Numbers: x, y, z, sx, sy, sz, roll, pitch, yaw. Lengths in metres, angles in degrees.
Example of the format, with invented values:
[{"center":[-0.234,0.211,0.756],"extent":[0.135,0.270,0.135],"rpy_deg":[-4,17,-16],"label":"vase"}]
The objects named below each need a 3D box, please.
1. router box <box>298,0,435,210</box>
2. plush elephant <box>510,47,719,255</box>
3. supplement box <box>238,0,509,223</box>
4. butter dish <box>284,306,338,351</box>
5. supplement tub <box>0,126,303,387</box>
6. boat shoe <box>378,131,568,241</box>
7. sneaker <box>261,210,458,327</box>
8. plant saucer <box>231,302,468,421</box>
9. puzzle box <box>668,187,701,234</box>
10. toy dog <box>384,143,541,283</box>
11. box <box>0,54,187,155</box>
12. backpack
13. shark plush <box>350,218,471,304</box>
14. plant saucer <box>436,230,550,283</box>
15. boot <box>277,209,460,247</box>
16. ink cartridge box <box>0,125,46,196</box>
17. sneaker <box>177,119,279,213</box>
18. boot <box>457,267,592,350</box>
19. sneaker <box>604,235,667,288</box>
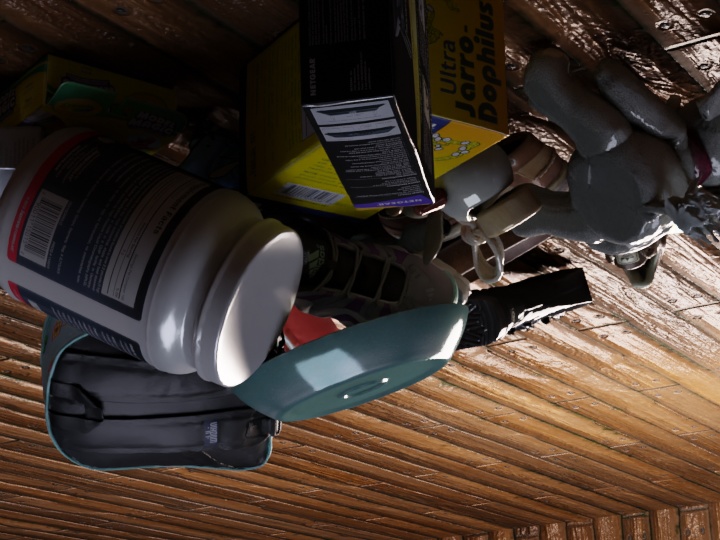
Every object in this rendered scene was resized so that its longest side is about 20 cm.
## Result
[{"center":[0.004,-0.155,0.893],"extent":[0.052,0.202,0.157],"rpy_deg":[-5,161,9],"label":"router box"},{"center":[0.231,-0.095,1.211],"extent":[0.199,0.166,0.154],"rpy_deg":[26,-138,36],"label":"plush elephant"},{"center":[0.005,-0.122,1.133],"extent":[0.109,0.110,0.200],"rpy_deg":[10,159,-30],"label":"supplement box"},{"center":[-0.144,0.019,1.500],"extent":[0.199,0.148,0.200],"rpy_deg":[-28,124,15],"label":"butter dish"},{"center":[-0.157,-0.010,1.156],"extent":[0.199,0.141,0.140],"rpy_deg":[24,169,18],"label":"supplement tub"},{"center":[0.090,-0.079,1.358],"extent":[0.199,0.076,0.072],"rpy_deg":[-15,124,39],"label":"boat shoe"},{"center":[-0.023,0.000,1.238],"extent":[0.198,0.078,0.140],"rpy_deg":[9,171,7],"label":"sneaker"},{"center":[-0.003,0.079,1.242],"extent":[0.199,0.036,0.200],"rpy_deg":[-19,167,-4],"label":"plant saucer"},{"center":[0.287,-0.077,1.434],"extent":[0.132,0.026,0.200],"rpy_deg":[-4,162,7],"label":"puzzle box"},{"center":[0.059,-0.056,1.230],"extent":[0.096,0.132,0.200],"rpy_deg":[-27,164,-20],"label":"toy dog"},{"center":[-0.231,-0.111,1.244],"extent":[0.117,0.049,0.199],"rpy_deg":[13,158,-36],"label":"box"},{"center":[-0.178,0.080,1.351],"extent":[0.198,0.154,0.177],"rpy_deg":[-7,129,-18],"label":"backpack"},{"center":[0.000,0.000,1.349],"extent":[0.198,0.083,0.091],"rpy_deg":[13,121,13],"label":"shark plush"},{"center":[0.116,-0.019,1.466],"extent":[0.199,0.035,0.200],"rpy_deg":[-29,174,-4],"label":"plant saucer"},{"center":[-0.024,-0.021,1.485],"extent":[0.199,0.073,0.155],"rpy_deg":[3,157,-28],"label":"boot"},{"center":[-0.338,-0.060,1.261],"extent":[0.198,0.041,0.200],"rpy_deg":[1,160,-1],"label":"ink cartridge box"},{"center":[-0.099,-0.088,1.274],"extent":[0.199,0.091,0.078],"rpy_deg":[-22,177,-5],"label":"sneaker"},{"center":[0.128,0.038,1.644],"extent":[0.164,0.066,0.199],"rpy_deg":[-1,-168,35],"label":"boot"},{"center":[0.236,-0.044,1.366],"extent":[0.070,0.076,0.200],"rpy_deg":[-8,161,20],"label":"sneaker"}]
